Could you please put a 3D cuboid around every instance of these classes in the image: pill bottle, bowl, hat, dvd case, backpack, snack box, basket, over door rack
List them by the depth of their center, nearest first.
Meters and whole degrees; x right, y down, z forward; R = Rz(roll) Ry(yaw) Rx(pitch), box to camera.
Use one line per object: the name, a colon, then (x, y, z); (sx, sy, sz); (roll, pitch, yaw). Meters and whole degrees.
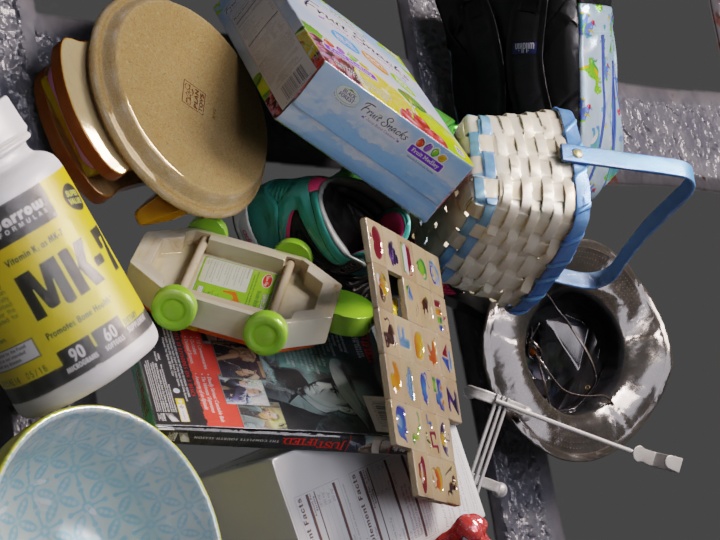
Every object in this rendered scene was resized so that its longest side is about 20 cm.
bowl: (-0.199, 0.199, 1.490); (0.200, 0.107, 0.201); (20, 61, -41)
pill bottle: (-0.234, -0.010, 1.529); (0.114, 0.114, 0.201); (-40, 104, -46)
dvd case: (-0.071, 0.076, 1.631); (0.199, 0.022, 0.146); (3, 39, -23)
snack box: (-0.016, -0.147, 1.767); (0.168, 0.068, 0.200); (33, 15, -34)
basket: (0.153, -0.050, 1.820); (0.199, 0.176, 0.140); (13, 52, -19)
over door rack: (0.149, 0.193, 1.838); (0.199, 0.067, 0.148); (20, 85, -19)
hat: (0.173, 0.076, 1.945); (0.200, 0.081, 0.202); (8, 73, -27)
backpack: (0.159, -0.149, 1.965); (0.154, 0.162, 0.201); (15, 71, -58)

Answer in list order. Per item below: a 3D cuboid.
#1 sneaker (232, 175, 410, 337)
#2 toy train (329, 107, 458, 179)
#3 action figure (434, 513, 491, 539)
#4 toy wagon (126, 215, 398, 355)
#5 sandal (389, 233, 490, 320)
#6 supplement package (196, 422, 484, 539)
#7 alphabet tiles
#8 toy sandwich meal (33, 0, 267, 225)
sneaker: (0.000, 0.000, 1.762); (0.200, 0.120, 0.084); (51, 46, -21)
toy train: (0.026, -0.086, 1.872); (0.056, 0.042, 0.200); (35, 39, 16)
action figure: (0.079, 0.242, 1.710); (0.065, 0.200, 0.052); (-35, 59, -21)
toy wagon: (-0.072, 0.018, 1.647); (0.199, 0.040, 0.155); (16, 23, 0)
sandal: (0.065, -0.007, 1.889); (0.199, 0.045, 0.076); (17, 63, -41)
supplement package: (-0.020, 0.174, 1.681); (0.200, 0.113, 0.110); (-19, 91, -48)
alphabet tiles: (0.043, 0.073, 1.647); (0.167, 0.008, 0.201); (27, 54, -68)
toy sandwich meal: (-0.154, -0.116, 1.692); (0.205, 0.070, 0.206); (32, 45, -38)
